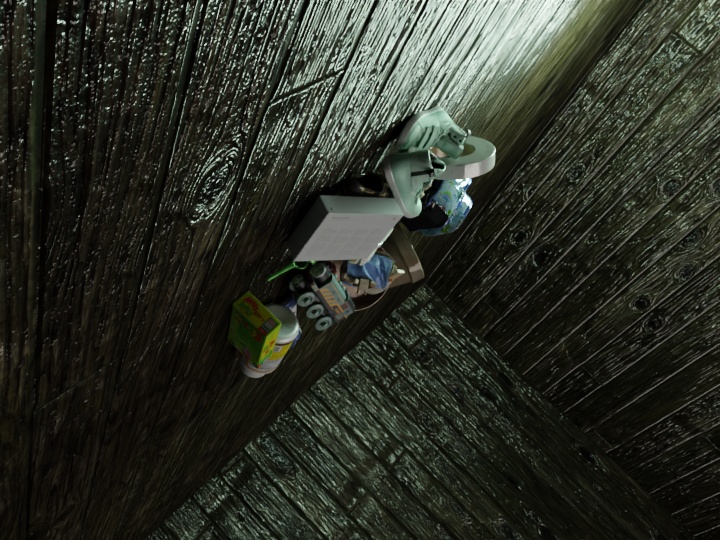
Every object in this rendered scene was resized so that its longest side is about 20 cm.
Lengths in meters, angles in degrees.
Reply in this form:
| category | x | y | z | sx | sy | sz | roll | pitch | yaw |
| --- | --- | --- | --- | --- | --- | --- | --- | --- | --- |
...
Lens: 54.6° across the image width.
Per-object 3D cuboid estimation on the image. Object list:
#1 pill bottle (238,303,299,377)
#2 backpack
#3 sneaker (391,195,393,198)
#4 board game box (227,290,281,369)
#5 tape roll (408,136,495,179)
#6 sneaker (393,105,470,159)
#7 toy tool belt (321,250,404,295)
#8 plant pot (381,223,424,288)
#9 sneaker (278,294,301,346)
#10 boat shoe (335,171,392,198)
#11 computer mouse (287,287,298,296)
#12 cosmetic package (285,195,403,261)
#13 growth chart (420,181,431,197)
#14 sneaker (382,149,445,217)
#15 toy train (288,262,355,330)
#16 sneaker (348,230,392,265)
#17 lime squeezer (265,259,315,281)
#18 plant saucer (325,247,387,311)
| category | x | y | z | sx | sy | sz | roll | pitch | yaw |
| --- | --- | --- | --- | --- | --- | --- | --- | --- | --- |
| pill bottle | -0.229 | 0.177 | 1.686 | 0.109 | 0.109 | 0.200 | -37 | 167 | -45 |
| backpack | 0.209 | -0.195 | 1.874 | 0.183 | 0.147 | 0.201 | -7 | -134 | 56 |
| sneaker | 0.106 | -0.227 | 1.681 | 0.200 | 0.075 | 0.079 | -50 | 160 | -28 |
| board game box | -0.234 | 0.133 | 1.513 | 0.048 | 0.102 | 0.200 | -43 | 170 | -28 |
| tape roll | 0.208 | -0.260 | 1.593 | 0.203 | 0.202 | 0.037 | -37 | 134 | -44 |
| sneaker | 0.161 | -0.282 | 1.495 | 0.200 | 0.118 | 0.074 | -37 | 167 | -45 |
| toy tool belt | 0.000 | 0.000 | 1.754 | 0.123 | 0.199 | 0.126 | 164 | -70 | -69 |
| plant pot | 0.058 | -0.025 | 1.965 | 0.173 | 0.201 | 0.200 | -30 | 169 | -3 |
| sneaker | -0.181 | 0.133 | 1.791 | 0.075 | 0.088 | 0.200 | -39 | 167 | -28 |
| boat shoe | 0.025 | -0.175 | 1.479 | 0.061 | 0.072 | 0.201 | -47 | 169 | 30 |
| computer mouse | -0.127 | 0.033 | 1.780 | 0.059 | 0.034 | 0.200 | -52 | 170 | 22 |
| cosmetic package | -0.032 | -0.084 | 1.416 | 0.199 | 0.052 | 0.151 | -2 | 147 | -41 |
| growth chart | 0.135 | -0.201 | 1.769 | 0.144 | 0.018 | 0.200 | -27 | -160 | 47 |
| sneaker | 0.131 | -0.182 | 1.497 | 0.117 | 0.074 | 0.201 | -10 | 151 | 16 |
| toy train | -0.091 | 0.061 | 1.676 | 0.114 | 0.085 | 0.200 | -32 | 137 | -2 |
| sneaker | 0.003 | -0.051 | 1.650 | 0.116 | 0.074 | 0.200 | -54 | 169 | 26 |
| lime squeezer | -0.139 | -0.019 | 1.550 | 0.070 | 0.038 | 0.200 | -17 | -175 | 24 |
| plant saucer | -0.015 | 0.009 | 1.850 | 0.201 | 0.200 | 0.037 | -47 | -150 | 2 |
